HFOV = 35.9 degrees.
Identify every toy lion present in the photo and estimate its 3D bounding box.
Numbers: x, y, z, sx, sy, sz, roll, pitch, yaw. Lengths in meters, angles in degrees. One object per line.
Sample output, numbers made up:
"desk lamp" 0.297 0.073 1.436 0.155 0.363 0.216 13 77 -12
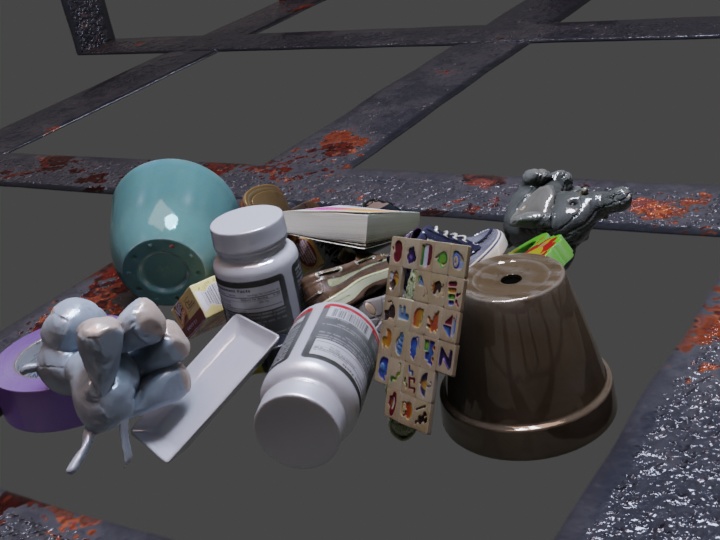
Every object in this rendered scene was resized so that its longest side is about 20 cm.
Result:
"toy lion" 0.194 0.007 1.403 0.192 0.069 0.200 -35 5 40

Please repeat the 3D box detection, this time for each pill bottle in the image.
"pill bottle" -0.128 0.023 1.454 0.114 0.201 0.114 -9 24 4
"pill bottle" -0.049 0.130 1.275 0.114 0.114 0.200 -4 25 15

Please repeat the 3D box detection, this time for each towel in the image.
"towel" 0.064 0.078 1.270 0.036 0.201 0.148 11 22 -8

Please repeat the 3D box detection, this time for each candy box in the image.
"candy box" -0.160 0.024 1.581 0.200 0.055 0.115 -25 -7 -28

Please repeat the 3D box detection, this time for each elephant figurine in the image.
"elephant figurine" 0.274 -0.070 1.550 0.141 0.156 0.200 11 15 -5

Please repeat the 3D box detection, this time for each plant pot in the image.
"plant pot" 0.176 0.083 1.228 0.199 0.174 0.200 -9 26 4
"plant pot" -0.288 -0.043 1.688 0.200 0.201 0.161 -9 36 4

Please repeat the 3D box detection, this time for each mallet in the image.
"mallet" -0.168 0.144 1.420 0.200 0.066 0.041 -22 21 12

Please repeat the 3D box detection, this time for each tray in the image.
"tray" -0.186 0.144 1.354 0.200 0.022 0.107 -49 37 -15

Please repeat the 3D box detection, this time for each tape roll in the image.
"tape roll" -0.388 0.134 1.491 0.199 0.066 0.200 -9 25 4

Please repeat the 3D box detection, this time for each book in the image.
"book" -0.013 -0.069 1.548 0.133 0.048 0.200 8 9 23

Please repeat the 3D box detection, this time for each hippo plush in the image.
"hippo plush" -0.308 0.115 1.343 0.159 0.201 0.161 0 14 -44

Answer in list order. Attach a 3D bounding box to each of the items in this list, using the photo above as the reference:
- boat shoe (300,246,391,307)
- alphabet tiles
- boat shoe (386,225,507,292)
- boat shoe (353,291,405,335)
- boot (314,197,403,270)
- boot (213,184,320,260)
"boat shoe" 0.003 -0.003 1.470 0.202 0.075 0.075 -27 -7 -43
"alphabet tiles" 0.062 0.067 1.192 0.008 0.201 0.167 6 3 -26
"boat shoe" 0.112 -0.028 1.407 0.075 0.093 0.200 -24 12 41
"boat shoe" 0.034 0.065 1.469 0.200 0.076 0.072 -29 -4 -22
"boot" 0.010 -0.046 1.692 0.168 0.077 0.200 -28 23 -24
"boot" -0.154 -0.049 1.592 0.154 0.074 0.200 -29 -19 22
